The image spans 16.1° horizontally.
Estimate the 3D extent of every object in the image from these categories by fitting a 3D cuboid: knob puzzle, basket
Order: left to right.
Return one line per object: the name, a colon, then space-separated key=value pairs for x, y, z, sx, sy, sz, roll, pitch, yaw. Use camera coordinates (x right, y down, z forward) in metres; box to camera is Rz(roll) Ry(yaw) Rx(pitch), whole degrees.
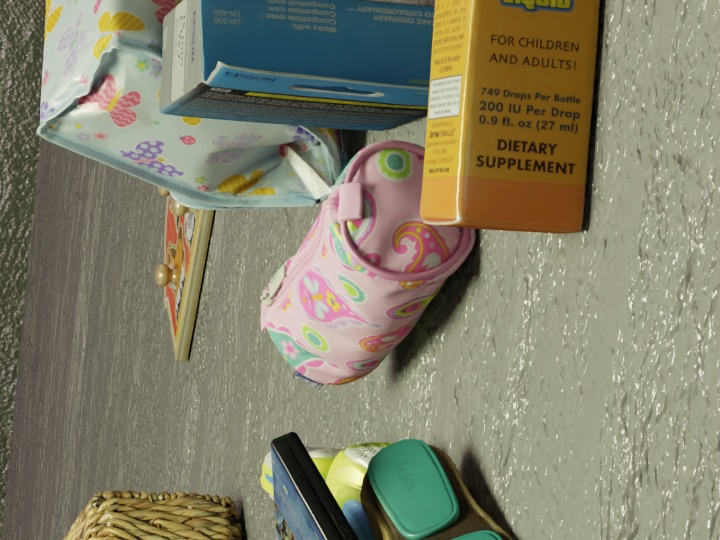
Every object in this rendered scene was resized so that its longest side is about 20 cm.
basket: x=-0.166 y=0.284 z=1.923 sx=0.149 sy=0.141 sz=0.201 roll=-102 pitch=20 yaw=-52
knob puzzle: x=-0.164 y=-0.050 z=2.259 sx=0.220 sy=0.030 sz=0.222 roll=-176 pitch=90 yaw=-77

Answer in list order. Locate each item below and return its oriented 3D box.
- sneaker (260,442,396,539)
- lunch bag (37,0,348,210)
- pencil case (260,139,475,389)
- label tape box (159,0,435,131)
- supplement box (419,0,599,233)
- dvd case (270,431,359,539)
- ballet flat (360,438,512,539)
sneaker: x=-0.012 y=0.153 z=1.451 sx=0.200 sy=0.075 sz=0.106 roll=156 pitch=117 yaw=-74
lunch bag: x=-0.101 y=-0.136 z=1.649 sx=0.127 sy=0.199 sz=0.171 roll=-44 pitch=37 yaw=40
pencil case: x=0.000 y=0.000 z=1.425 sx=0.200 sy=0.087 sz=0.088 roll=129 pitch=143 yaw=-66
label tape box: x=-0.030 y=-0.123 z=1.454 sx=0.200 sy=0.142 sz=0.067 roll=163 pitch=110 yaw=-76
supplement box: x=0.072 y=-0.120 z=1.189 sx=0.069 sy=0.066 sz=0.202 roll=179 pitch=94 yaw=-77
dvd case: x=-0.008 y=0.196 z=1.353 sx=0.143 sy=0.017 sz=0.201 roll=57 pitch=160 yaw=34
ballet flat: x=0.047 y=0.151 z=1.264 sx=0.200 sy=0.068 sz=0.063 roll=-109 pitch=-2 yaw=-65
